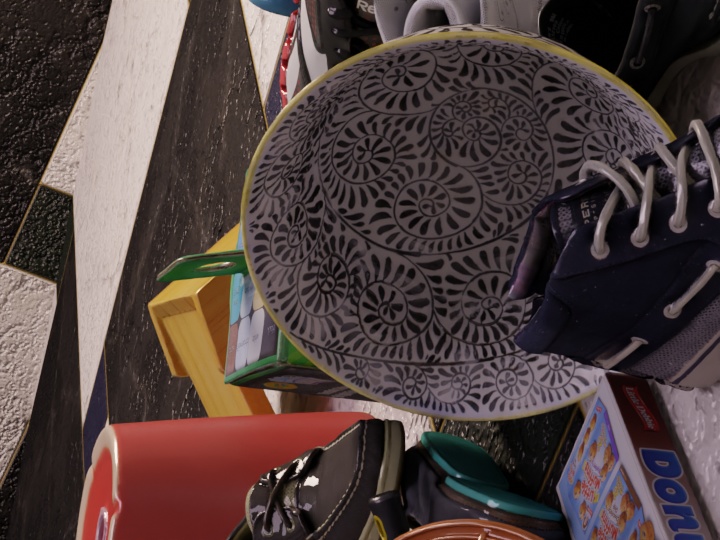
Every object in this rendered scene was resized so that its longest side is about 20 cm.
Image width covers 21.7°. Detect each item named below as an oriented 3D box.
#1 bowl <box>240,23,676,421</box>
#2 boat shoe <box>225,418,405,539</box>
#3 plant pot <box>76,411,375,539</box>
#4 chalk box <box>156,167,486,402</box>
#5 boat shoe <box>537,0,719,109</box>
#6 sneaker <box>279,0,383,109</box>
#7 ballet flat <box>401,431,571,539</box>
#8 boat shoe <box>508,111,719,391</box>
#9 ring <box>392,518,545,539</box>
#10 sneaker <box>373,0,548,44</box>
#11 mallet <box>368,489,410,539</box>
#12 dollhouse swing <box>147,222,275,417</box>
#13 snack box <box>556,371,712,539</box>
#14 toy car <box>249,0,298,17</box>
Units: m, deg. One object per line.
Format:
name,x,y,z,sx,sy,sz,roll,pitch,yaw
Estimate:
bowl,0.051,-0.038,0.850,0.094,0.200,0.201,-80,8,-56
boat shoe,-0.034,0.140,1.046,0.201,0.066,0.072,123,160,-52
plant pot,-0.087,0.180,1.217,0.200,0.177,0.201,-171,90,-74
chalk box,0.000,0.000,0.961,0.124,0.200,0.124,155,122,-71
boat shoe,0.116,-0.111,0.858,0.199,0.066,0.075,155,121,-72
sneaker,0.000,-0.127,1.008,0.098,0.071,0.201,-132,41,-65
ballet flat,0.056,0.131,0.938,0.200,0.073,0.073,-151,70,-80
boat shoe,0.127,-0.025,0.727,0.200,0.093,0.075,114,158,-44
ring,0.045,0.203,0.771,0.200,0.019,0.201,-2,87,43
sneaker,0.068,-0.160,0.946,0.075,0.115,0.200,7,93,31
mallet,0.037,0.204,0.899,0.066,0.041,0.200,140,113,-69
dollhouse swing,-0.055,0.056,1.432,0.182,0.176,0.200,-42,7,-15
snack box,0.123,0.133,0.781,0.200,0.024,0.072,-103,25,-52
toy car,0.038,-0.250,1.126,0.200,0.177,0.185,-48,-30,-65
